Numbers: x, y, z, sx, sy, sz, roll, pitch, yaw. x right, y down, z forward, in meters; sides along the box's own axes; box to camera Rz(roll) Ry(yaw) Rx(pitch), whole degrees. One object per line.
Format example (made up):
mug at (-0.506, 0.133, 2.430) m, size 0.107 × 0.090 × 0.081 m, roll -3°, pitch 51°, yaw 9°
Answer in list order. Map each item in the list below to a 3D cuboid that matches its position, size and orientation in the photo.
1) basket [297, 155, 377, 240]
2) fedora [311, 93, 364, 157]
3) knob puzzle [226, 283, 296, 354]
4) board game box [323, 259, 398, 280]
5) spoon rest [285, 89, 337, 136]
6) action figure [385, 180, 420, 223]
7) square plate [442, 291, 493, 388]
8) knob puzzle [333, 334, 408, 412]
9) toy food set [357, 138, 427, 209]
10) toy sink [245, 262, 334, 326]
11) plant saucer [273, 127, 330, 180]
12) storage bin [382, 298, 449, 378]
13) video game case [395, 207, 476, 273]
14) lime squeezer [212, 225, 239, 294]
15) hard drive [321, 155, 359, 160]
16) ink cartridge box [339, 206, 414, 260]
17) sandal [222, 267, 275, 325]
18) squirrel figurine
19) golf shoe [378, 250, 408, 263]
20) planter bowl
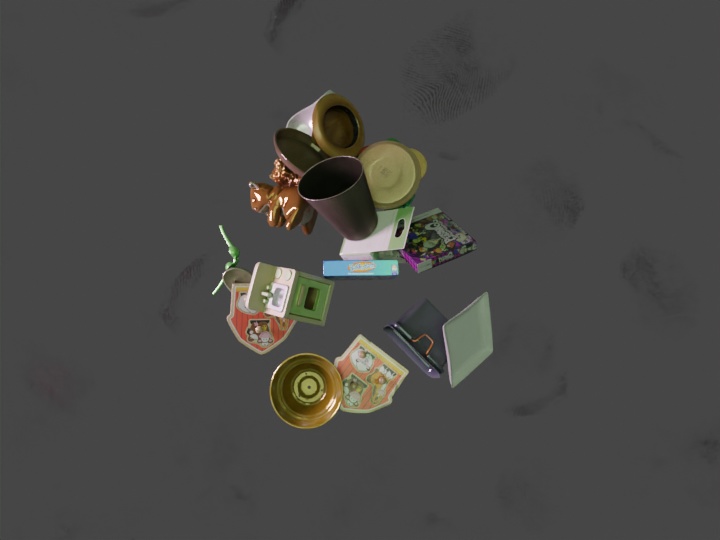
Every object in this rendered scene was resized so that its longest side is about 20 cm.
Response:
basket at (-0.041, -0.179, 1.379) m, size 0.179 × 0.200 × 0.137 m, roll -12°, pitch 55°, yaw 18°
fedora at (-0.076, -0.394, 1.480) m, size 0.200 × 0.082 × 0.202 m, roll 9°, pitch 78°, yaw -43°
knob puzzle at (-0.269, 0.136, 1.461) m, size 0.218 × 0.030 × 0.221 m, roll -3°, pitch 98°, yaw -21°
board game box at (0.000, 0.000, 1.449) m, size 0.199 × 0.152 × 0.045 m, roll 0°, pitch 85°, yaw -2°
spoon rest at (-0.136, -0.446, 1.529) m, size 0.099 × 0.061 × 0.200 m, roll 38°, pitch 85°, yaw 2°
action figure at (0.114, -0.215, 1.518) m, size 0.117 × 0.055 × 0.201 m, roll 9°, pitch 89°, yaw -2°
square plate at (0.288, 0.184, 1.421) m, size 0.198 × 0.028 × 0.201 m, roll -30°, pitch 120°, yaw -35°
knob puzzle at (0.008, 0.311, 1.477) m, size 0.218 × 0.030 × 0.221 m, roll 0°, pitch 86°, yaw -1°
toy food set at (0.072, -0.269, 1.466) m, size 0.197 × 0.049 × 0.201 m, roll 26°, pitch 90°, yaw 10°
toy sink at (-0.184, 0.065, 1.411) m, size 0.199 × 0.112 × 0.131 m, roll 19°, pitch 83°, yaw -40°
plant saucer at (-0.152, -0.312, 1.437) m, size 0.200 × 0.200 × 0.029 m, roll 42°, pitch 123°, yaw 2°
storage bin at (0.183, 0.177, 1.452) m, size 0.200 × 0.146 × 0.134 m, roll 44°, pitch 76°, yaw 2°
video game case at (0.186, -0.087, 1.439) m, size 0.180 × 0.200 × 0.036 m, roll -21°, pitch 130°, yaw -13°
lime squeezer at (-0.382, -0.028, 1.502) m, size 0.070 × 0.038 × 0.201 m, roll 4°, pitch 86°, yaw 0°
hard drive at (-0.040, -0.271, 1.525) m, size 0.199 × 0.042 × 0.136 m, roll -14°, pitch 86°, yaw -1°
ink cartridge box at (0.051, -0.097, 1.438) m, size 0.199 × 0.048 × 0.146 m, roll -2°, pitch 55°, yaw 29°
sandal at (-0.308, 0.072, 1.480) m, size 0.080 × 0.057 × 0.201 m, roll -40°, pitch 92°, yaw 2°
squirrel figurine at (-0.214, -0.218, 1.474) m, size 0.186 × 0.141 × 0.201 m, roll 26°, pitch 103°, yaw 18°
golf shoe at (0.105, -0.056, 1.486) m, size 0.199 × 0.092 × 0.073 m, roll 3°, pitch 88°, yaw 1°
planter bowl at (-0.145, 0.327, 1.454) m, size 0.199 × 0.083 × 0.202 m, roll 0°, pitch 85°, yaw 0°
